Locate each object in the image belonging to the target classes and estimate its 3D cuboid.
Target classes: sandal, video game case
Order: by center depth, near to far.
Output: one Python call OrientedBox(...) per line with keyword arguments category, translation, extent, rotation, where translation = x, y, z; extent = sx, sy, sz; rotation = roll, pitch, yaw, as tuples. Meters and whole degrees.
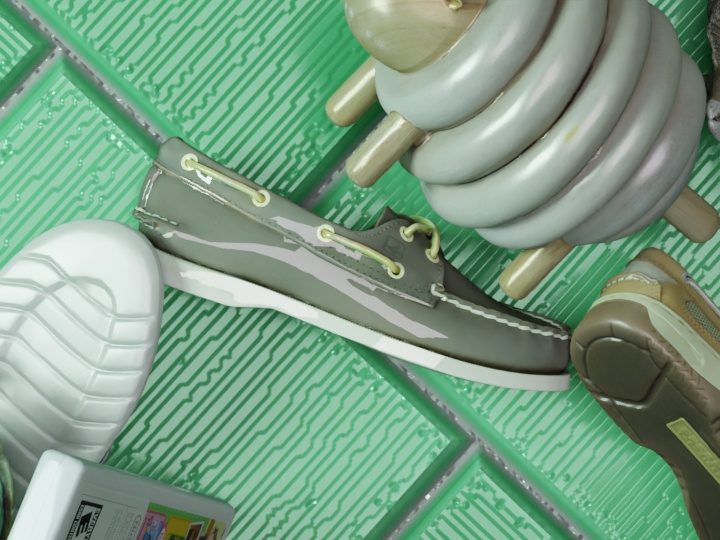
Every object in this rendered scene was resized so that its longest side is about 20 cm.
OrientedBox(category="video game case", translation=(-0.124, 0.176, 1.160), extent=(0.022, 0.182, 0.201), rotation=(21, 87, 19))
OrientedBox(category="sandal", translation=(-0.138, 0.070, 1.222), extent=(0.082, 0.050, 0.204), rotation=(25, 100, 11))

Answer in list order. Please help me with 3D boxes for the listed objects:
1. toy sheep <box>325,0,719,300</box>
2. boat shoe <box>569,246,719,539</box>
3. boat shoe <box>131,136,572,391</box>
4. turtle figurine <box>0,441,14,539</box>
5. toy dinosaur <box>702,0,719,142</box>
OrientedBox(category="toy sheep", translation=(0.073, -0.068, 1.192), extent=(0.200, 0.138, 0.138), rotation=(34, 85, -30))
OrientedBox(category="boat shoe", translation=(0.174, 0.074, 1.249), extent=(0.200, 0.071, 0.076), rotation=(54, 45, -18))
OrientedBox(category="boat shoe", translation=(0.000, 0.000, 1.226), extent=(0.200, 0.072, 0.061), rotation=(18, 92, -3))
OrientedBox(category="turtle figurine", translation=(-0.184, 0.110, 1.160), extent=(0.100, 0.149, 0.201), rotation=(-15, 128, -44))
OrientedBox(category="toy dinosaur", translation=(0.200, -0.135, 1.259), extent=(0.200, 0.077, 0.103), rotation=(-40, 114, -14))
